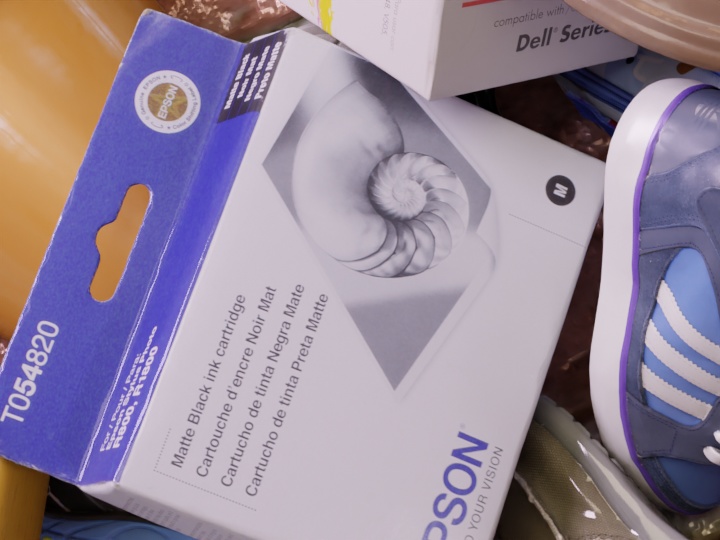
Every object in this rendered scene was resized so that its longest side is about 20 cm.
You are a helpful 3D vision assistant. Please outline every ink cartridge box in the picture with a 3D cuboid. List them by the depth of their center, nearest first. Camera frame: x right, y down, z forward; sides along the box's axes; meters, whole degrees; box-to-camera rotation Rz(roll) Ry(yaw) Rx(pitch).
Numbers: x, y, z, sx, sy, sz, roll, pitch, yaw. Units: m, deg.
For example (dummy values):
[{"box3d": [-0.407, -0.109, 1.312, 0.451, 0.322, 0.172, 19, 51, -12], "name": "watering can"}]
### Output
[{"box3d": [-0.022, 0.012, 0.986, 0.199, 0.041, 0.200, 21, 71, -6], "name": "ink cartridge box"}, {"box3d": [0.037, -0.128, 1.019, 0.200, 0.117, 0.068, 37, 130, 41], "name": "ink cartridge box"}]

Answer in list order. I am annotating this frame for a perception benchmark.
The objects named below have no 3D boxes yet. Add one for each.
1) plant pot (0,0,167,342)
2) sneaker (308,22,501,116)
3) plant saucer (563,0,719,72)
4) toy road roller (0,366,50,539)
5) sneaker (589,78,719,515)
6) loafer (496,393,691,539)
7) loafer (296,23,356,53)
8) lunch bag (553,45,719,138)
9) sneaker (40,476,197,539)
[{"box3d": [-0.139, -0.053, 1.108, 0.183, 0.200, 0.200, 41, 87, 11], "name": "plant pot"}, {"box3d": [0.029, -0.041, 1.109, 0.079, 0.074, 0.201, -31, 64, 33], "name": "sneaker"}, {"box3d": [0.147, -0.143, 0.954, 0.199, 0.030, 0.201, 6, 43, -6], "name": "plant saucer"}, {"box3d": [-0.178, 0.088, 1.045, 0.145, 0.200, 0.124, 4, 78, 22], "name": "toy road roller"}, {"box3d": [0.164, 0.032, 0.951, 0.080, 0.201, 0.146, -31, 40, -33], "name": "sneaker"}, {"box3d": [0.088, 0.116, 1.006, 0.070, 0.075, 0.200, -41, 53, -10], "name": "loafer"}, {"box3d": [0.000, 0.000, 1.052, 0.072, 0.063, 0.201, -8, 77, -7], "name": "loafer"}, {"box3d": [0.165, -0.101, 1.048, 0.160, 0.076, 0.200, -46, 44, -5], "name": "lunch bag"}, {"box3d": [-0.055, 0.087, 1.080, 0.199, 0.071, 0.083, 3, 77, 23], "name": "sneaker"}]
